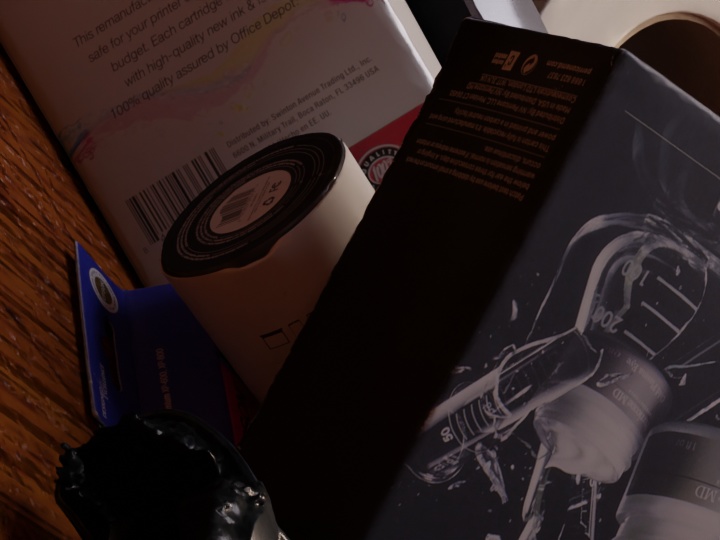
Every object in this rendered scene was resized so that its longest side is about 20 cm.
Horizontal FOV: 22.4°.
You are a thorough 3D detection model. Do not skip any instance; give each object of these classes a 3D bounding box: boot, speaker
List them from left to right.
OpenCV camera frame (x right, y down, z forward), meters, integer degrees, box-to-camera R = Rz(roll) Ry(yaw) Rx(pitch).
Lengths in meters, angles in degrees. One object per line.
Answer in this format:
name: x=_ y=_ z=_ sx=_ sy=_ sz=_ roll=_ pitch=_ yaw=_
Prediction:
boot: x=-0.018 y=0.145 z=0.488 sx=0.169 sy=0.076 sz=0.201 roll=57 pitch=4 yaw=-37
speaker: x=0.011 y=0.051 z=0.687 sx=0.201 sy=0.081 sz=0.081 roll=56 pitch=11 yaw=-25

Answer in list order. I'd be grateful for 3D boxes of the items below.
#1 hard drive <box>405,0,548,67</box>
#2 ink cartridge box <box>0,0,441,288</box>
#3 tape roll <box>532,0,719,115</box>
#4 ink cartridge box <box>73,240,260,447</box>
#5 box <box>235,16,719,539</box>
hard drive: x=-0.010 y=-0.133 z=0.810 sx=0.201 sy=0.134 sz=0.042 roll=58 pitch=29 yaw=-5
ink cartridge box: x=-0.052 y=-0.087 z=0.752 sx=0.201 sy=0.147 sz=0.086 roll=61 pitch=10 yaw=-4
tape roll: x=0.117 y=-0.083 z=0.931 sx=0.203 sy=0.203 sz=0.139 roll=55 pitch=-17 yaw=-29
ink cartridge box: x=-0.040 y=0.073 z=0.705 sx=0.200 sy=0.037 sz=0.095 roll=50 pitch=16 yaw=-39
box: x=0.087 y=0.046 z=0.622 sx=0.199 sy=0.183 sz=0.104 roll=29 pitch=-1 yaw=-29
